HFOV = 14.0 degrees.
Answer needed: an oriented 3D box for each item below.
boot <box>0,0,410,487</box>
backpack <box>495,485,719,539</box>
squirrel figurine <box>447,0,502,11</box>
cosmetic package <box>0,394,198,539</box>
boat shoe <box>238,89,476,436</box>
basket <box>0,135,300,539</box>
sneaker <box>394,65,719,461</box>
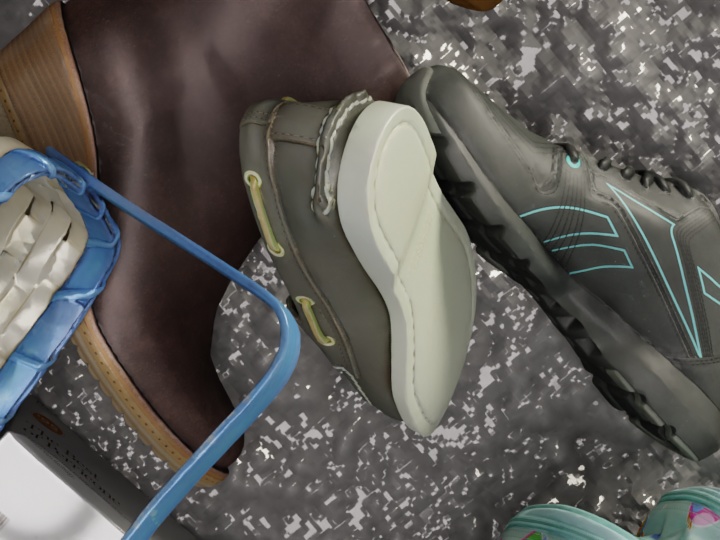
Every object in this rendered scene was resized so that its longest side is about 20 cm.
[{"bbox_3d":[-0.049,-0.031,1.167,0.166,0.072,0.201,-28,100,2],"label":"boot"},{"bbox_3d":[0.126,0.169,1.153,0.199,0.176,0.154,32,81,-6],"label":"backpack"},{"bbox_3d":[0.007,-0.190,1.078,0.186,0.200,0.142,30,102,-14],"label":"squirrel figurine"},{"bbox_3d":[-0.078,0.137,1.189,0.200,0.083,0.051,42,94,-7],"label":"cosmetic package"},{"bbox_3d":[0.001,-0.003,1.134,0.060,0.202,0.072,13,62,19],"label":"boat shoe"},{"bbox_3d":[-0.142,0.031,1.069,0.200,0.139,0.177,39,86,23],"label":"basket"},{"bbox_3d":[0.093,-0.016,1.176,0.079,0.075,0.200,-45,110,-6],"label":"sneaker"}]
